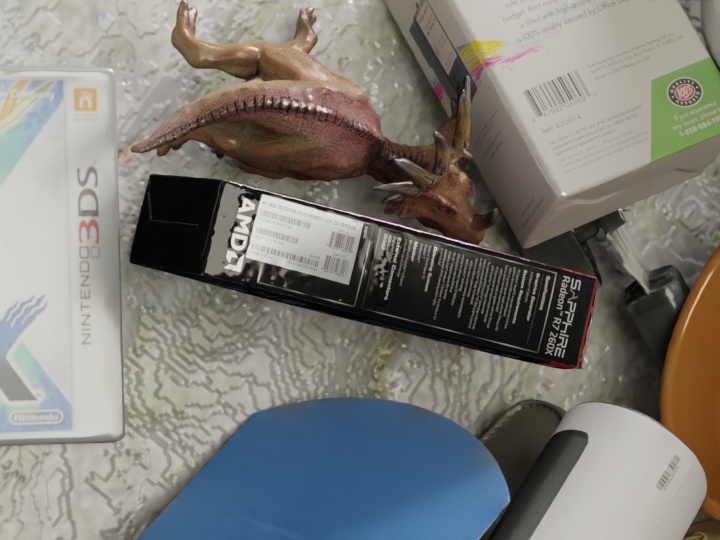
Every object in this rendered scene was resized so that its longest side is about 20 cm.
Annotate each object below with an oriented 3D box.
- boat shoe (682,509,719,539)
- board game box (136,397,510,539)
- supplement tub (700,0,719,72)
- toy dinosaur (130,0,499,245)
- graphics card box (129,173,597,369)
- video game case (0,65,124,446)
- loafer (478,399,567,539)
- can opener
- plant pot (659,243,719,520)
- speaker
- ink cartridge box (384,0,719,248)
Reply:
[{"bbox_3d":[0.196,0.148,1.418,0.199,0.074,0.066,-5,49,-14],"label":"boat shoe"},{"bbox_3d":[-0.022,0.140,1.297,0.200,0.158,0.039,-47,137,-36],"label":"board game box"},{"bbox_3d":[0.279,-0.106,1.410,0.200,0.140,0.141,39,72,-42],"label":"supplement tub"},{"bbox_3d":[-0.016,-0.069,1.310,0.200,0.135,0.086,2,110,-58],"label":"toy dinosaur"},{"bbox_3d":[0.000,0.000,1.327,0.200,0.125,0.051,13,89,-20],"label":"graphics card box"},{"bbox_3d":[-0.210,-0.007,1.297,0.200,0.022,0.183,-1,87,-22],"label":"video game case"},{"bbox_3d":[0.055,0.133,1.345,0.200,0.070,0.070,-60,141,-39],"label":"loafer"},{"bbox_3d":[0.148,0.024,1.434,0.066,0.053,0.200,-32,99,14],"label":"can opener"},{"bbox_3d":[0.266,0.056,1.350,0.140,0.200,0.200,28,77,-30],"label":"plant pot"},{"bbox_3d":[0.084,0.160,1.271,0.081,0.081,0.200,43,60,-14],"label":"speaker"},{"bbox_3d":[0.091,-0.126,1.385,0.117,0.067,0.200,-22,75,-22],"label":"ink cartridge box"}]
